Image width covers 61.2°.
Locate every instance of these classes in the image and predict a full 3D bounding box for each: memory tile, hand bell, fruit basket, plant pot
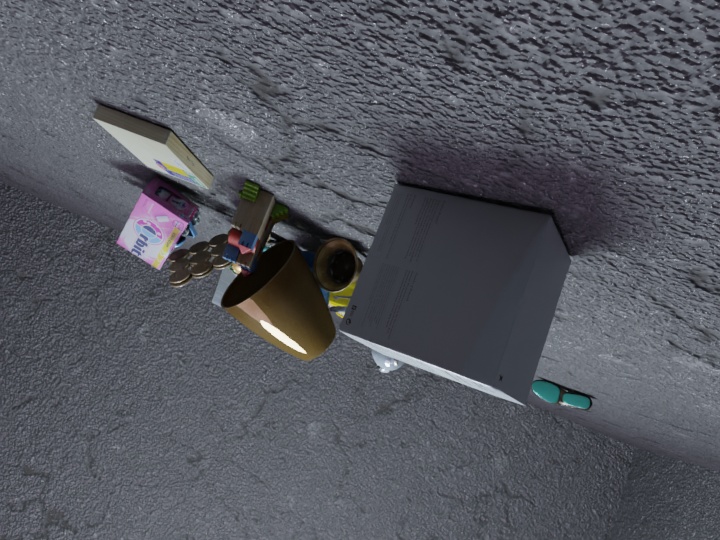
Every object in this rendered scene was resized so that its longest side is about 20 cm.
[{"bbox_3d":[-0.336,-0.034,1.374,0.154,0.197,0.017,-124,15,-57],"label":"memory tile"},{"bbox_3d":[0.000,0.000,1.246,0.103,0.106,0.199,16,-178,31],"label":"hand bell"},{"bbox_3d":[-0.295,0.005,1.519,0.093,0.203,0.185,16,170,25],"label":"fruit basket"},{"bbox_3d":[-0.143,0.078,1.206,0.201,0.187,0.186,52,158,-22],"label":"plant pot"}]

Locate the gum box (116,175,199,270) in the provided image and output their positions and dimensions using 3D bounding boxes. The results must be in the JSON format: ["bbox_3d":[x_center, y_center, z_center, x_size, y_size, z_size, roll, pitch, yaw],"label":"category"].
[{"bbox_3d":[-0.450,-0.105,1.354,0.113,0.067,0.200,34,132,-14],"label":"gum box"}]

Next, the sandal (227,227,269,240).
[{"bbox_3d":[-0.224,-0.085,1.304,0.078,0.070,0.212,46,-172,-9],"label":"sandal"}]

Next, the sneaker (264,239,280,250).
[{"bbox_3d":[-0.182,-0.021,1.487,0.077,0.081,0.200,15,167,36],"label":"sneaker"}]

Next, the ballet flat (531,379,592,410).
[{"bbox_3d":[0.665,0.417,2.020,0.197,0.069,0.068,19,179,24],"label":"ballet flat"}]

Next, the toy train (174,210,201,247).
[{"bbox_3d":[-0.476,-0.122,1.494,0.197,0.115,0.088,7,134,34],"label":"toy train"}]

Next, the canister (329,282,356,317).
[{"bbox_3d":[-0.027,0.084,1.699,0.147,0.088,0.200,18,168,23],"label":"canister"}]

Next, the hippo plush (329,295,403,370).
[{"bbox_3d":[0.061,0.102,1.164,0.197,0.163,0.160,-12,161,-14],"label":"hippo plush"}]

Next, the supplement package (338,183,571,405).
[{"bbox_3d":[0.117,0.028,0.725,0.198,0.194,0.147,16,170,32],"label":"supplement package"}]

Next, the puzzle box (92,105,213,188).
[{"bbox_3d":[-0.337,-0.200,1.014,0.131,0.026,0.200,21,171,9],"label":"puzzle box"}]

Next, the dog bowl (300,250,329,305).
[{"bbox_3d":[-0.116,0.015,1.366,0.110,0.050,0.201,15,-157,-8],"label":"dog bowl"}]

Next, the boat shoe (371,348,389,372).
[{"bbox_3d":[0.026,0.116,1.279,0.067,0.203,0.074,2,157,-14],"label":"boat shoe"}]

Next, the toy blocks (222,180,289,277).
[{"bbox_3d":[-0.202,-0.065,1.109,0.099,0.139,0.200,22,170,-1],"label":"toy blocks"}]
